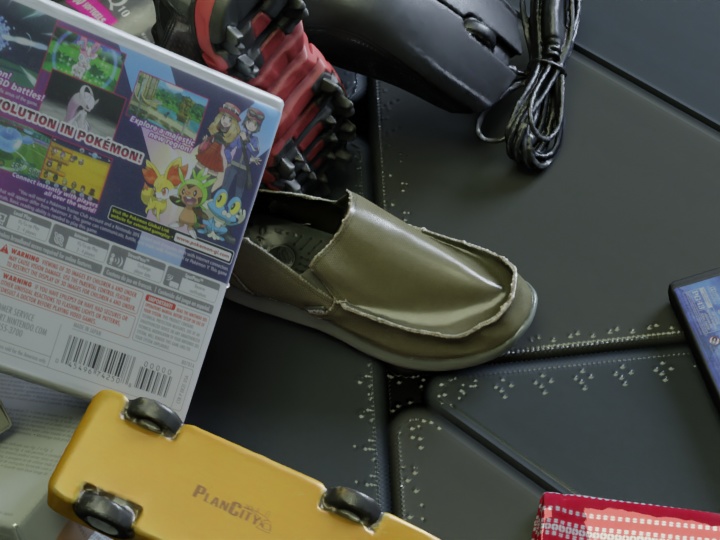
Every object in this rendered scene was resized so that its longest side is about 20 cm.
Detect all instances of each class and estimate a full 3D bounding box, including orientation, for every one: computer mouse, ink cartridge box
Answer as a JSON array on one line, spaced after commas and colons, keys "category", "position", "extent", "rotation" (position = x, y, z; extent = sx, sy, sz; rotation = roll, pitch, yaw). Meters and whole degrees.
[{"category": "computer mouse", "position": [0.044, -0.153, 1.084], "extent": [0.200, 0.053, 0.139], "rotation": [18, 67, -14]}, {"category": "ink cartridge box", "position": [-0.178, 0.077, 1.010], "extent": [0.162, 0.050, 0.200], "rotation": [5, 38, 35]}]

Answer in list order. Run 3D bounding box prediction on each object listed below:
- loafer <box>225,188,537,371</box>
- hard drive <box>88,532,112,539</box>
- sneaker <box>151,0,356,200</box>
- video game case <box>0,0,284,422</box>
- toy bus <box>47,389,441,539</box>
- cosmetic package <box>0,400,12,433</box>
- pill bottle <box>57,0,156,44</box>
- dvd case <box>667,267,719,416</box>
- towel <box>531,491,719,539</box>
[{"category": "loafer", "position": [0.000, 0.000, 1.034], "extent": [0.200, 0.070, 0.075], "rotation": [11, 58, 17]}, {"category": "hard drive", "position": [-0.177, 0.183, 0.963], "extent": [0.132, 0.026, 0.200], "rotation": [34, 67, 28]}, {"category": "sneaker", "position": [-0.065, -0.113, 1.046], "extent": [0.098, 0.201, 0.071], "rotation": [29, 70, 31]}, {"category": "video game case", "position": [-0.153, -0.036, 0.923], "extent": [0.200, 0.023, 0.183], "rotation": [21, 81, -24]}, {"category": "toy bus", "position": [-0.052, 0.133, 0.911], "extent": [0.200, 0.078, 0.065], "rotation": [23, 64, 3]}, {"category": "cosmetic package", "position": [-0.274, 0.047, 0.999], "extent": [0.105, 0.071, 0.200], "rotation": [-32, 31, -13]}, {"category": "pill bottle", "position": [-0.113, -0.139, 1.122], "extent": [0.200, 0.116, 0.116], "rotation": [-36, 58, -16]}, {"category": "dvd case", "position": [0.283, 0.037, 0.994], "extent": [0.200, 0.018, 0.143], "rotation": [-17, 54, -1]}, {"category": "towel", "position": [0.140, 0.203, 0.900], "extent": [0.144, 0.023, 0.200], "rotation": [7, 57, 13]}]
